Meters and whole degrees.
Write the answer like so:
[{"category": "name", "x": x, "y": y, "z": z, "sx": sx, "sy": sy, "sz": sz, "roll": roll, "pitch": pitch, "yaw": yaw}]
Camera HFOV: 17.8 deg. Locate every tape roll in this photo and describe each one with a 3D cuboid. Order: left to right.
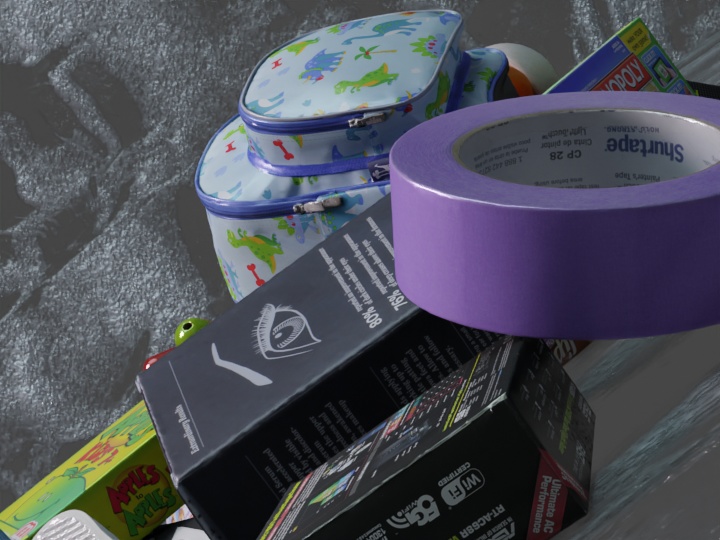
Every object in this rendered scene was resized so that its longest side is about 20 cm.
[{"category": "tape roll", "x": 0.114, "y": -0.031, "z": 1.123, "sx": 0.199, "sy": 0.066, "sz": 0.200, "roll": -4, "pitch": 20, "yaw": 1}]

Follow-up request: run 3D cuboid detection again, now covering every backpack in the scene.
[{"category": "backpack", "x": -0.003, "y": -0.071, "z": 1.444, "sx": 0.199, "sy": 0.148, "sz": 0.183, "roll": -13, "pitch": 26, "yaw": 19}]

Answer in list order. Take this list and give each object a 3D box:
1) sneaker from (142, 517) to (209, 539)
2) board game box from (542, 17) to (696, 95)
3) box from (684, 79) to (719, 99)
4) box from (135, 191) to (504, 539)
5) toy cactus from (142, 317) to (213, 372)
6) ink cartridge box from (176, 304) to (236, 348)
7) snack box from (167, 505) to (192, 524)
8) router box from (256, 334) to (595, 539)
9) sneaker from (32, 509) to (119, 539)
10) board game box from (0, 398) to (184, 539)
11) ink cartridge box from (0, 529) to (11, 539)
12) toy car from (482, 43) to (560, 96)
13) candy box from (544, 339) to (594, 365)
[{"category": "sneaker", "x": -0.089, "y": 0.174, "z": 1.394, "sx": 0.112, "sy": 0.073, "sz": 0.200, "roll": -34, "pitch": 9, "yaw": -17}, {"category": "board game box", "x": 0.194, "y": -0.092, "z": 1.614, "sx": 0.029, "sy": 0.135, "sz": 0.200, "roll": -34, "pitch": 3, "yaw": 33}, {"category": "box", "x": 0.188, "y": -0.092, "z": 1.817, "sx": 0.159, "sy": 0.045, "sz": 0.200, "roll": 6, "pitch": -25, "yaw": -34}, {"category": "box", "x": -0.007, "y": 0.065, "z": 1.242, "sx": 0.200, "sy": 0.105, "sz": 0.148, "roll": -36, "pitch": 25, "yaw": 2}, {"category": "toy cactus", "x": -0.042, "y": 0.064, "z": 1.567, "sx": 0.165, "sy": 0.200, "sz": 0.102, "roll": -54, "pitch": 32, "yaw": -2}, {"category": "ink cartridge box", "x": -0.057, "y": 0.085, "z": 1.734, "sx": 0.145, "sy": 0.083, "sz": 0.200, "roll": -37, "pitch": -18, "yaw": -2}, {"category": "snack box", "x": -0.066, "y": 0.142, "z": 1.482, "sx": 0.024, "sy": 0.072, "sz": 0.200, "roll": 7, "pitch": -27, "yaw": -35}, {"category": "router box", "x": 0.028, "y": 0.103, "z": 1.032, "sx": 0.150, "sy": 0.062, "sz": 0.200, "roll": -35, "pitch": 2, "yaw": 11}, {"category": "sneaker", "x": -0.114, "y": 0.193, "z": 1.227, "sx": 0.074, "sy": 0.082, "sz": 0.200, "roll": -49, "pitch": 30, "yaw": 1}, {"category": "board game box", "x": -0.139, "y": 0.125, "z": 1.413, "sx": 0.200, "sy": 0.048, "sz": 0.102, "roll": -39, "pitch": 12, "yaw": -16}, {"category": "ink cartridge box", "x": -0.221, "y": 0.234, "z": 1.233, "sx": 0.128, "sy": 0.125, "sz": 0.200, "roll": -42, "pitch": 2, "yaw": 3}, {"category": "toy car", "x": 0.112, "y": -0.060, "z": 1.641, "sx": 0.175, "sy": 0.201, "sz": 0.150, "roll": -41, "pitch": 21, "yaw": -25}, {"category": "candy box", "x": 0.048, "y": 0.046, "z": 1.438, "sx": 0.117, "sy": 0.057, "sz": 0.200, "roll": -37, "pitch": 15, "yaw": -25}]
